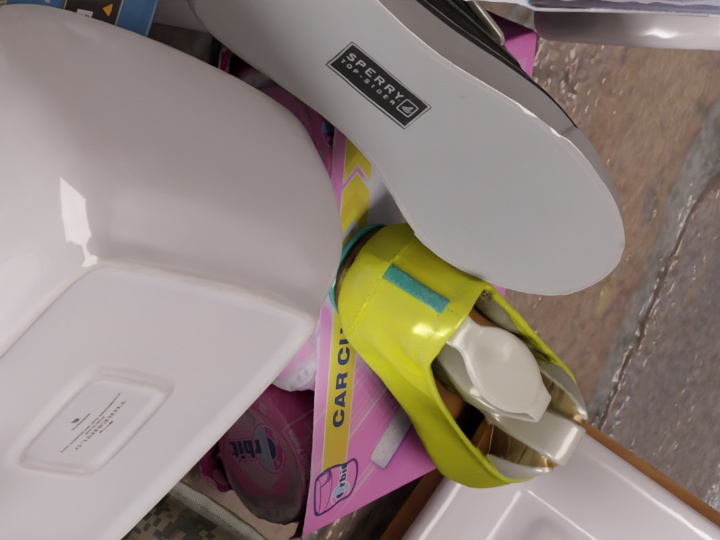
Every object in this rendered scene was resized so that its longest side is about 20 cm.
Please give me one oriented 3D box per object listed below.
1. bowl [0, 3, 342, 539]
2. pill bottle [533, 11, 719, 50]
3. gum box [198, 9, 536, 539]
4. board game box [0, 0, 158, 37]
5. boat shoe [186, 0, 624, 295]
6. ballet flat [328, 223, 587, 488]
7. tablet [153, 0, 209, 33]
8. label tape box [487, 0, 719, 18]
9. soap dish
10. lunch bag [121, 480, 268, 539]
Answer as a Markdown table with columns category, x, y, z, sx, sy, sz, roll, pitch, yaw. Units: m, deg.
| category | x | y | z | sx | sy | sz | roll | pitch | yaw |
| --- | --- | --- | --- | --- | --- | --- | --- | --- | --- |
| bowl | -0.104 | 0.025 | 0.733 | 0.200 | 0.075 | 0.199 | -45 | 150 | 16 |
| pill bottle | 0.124 | -0.185 | 0.862 | 0.111 | 0.110 | 0.202 | -5 | 100 | -49 |
| gum box | 0.000 | 0.000 | 0.909 | 0.113 | 0.066 | 0.201 | -23 | 128 | -42 |
| board game box | -0.144 | -0.094 | 0.691 | 0.199 | 0.047 | 0.152 | 5 | 108 | -52 |
| boat shoe | 0.023 | -0.070 | 0.787 | 0.200 | 0.070 | 0.064 | 42 | 35 | -28 |
| ballet flat | 0.052 | 0.047 | 0.887 | 0.067 | 0.067 | 0.200 | -58 | 146 | -11 |
| tablet | -0.002 | -0.174 | 0.789 | 0.129 | 0.014 | 0.201 | 9 | 107 | -16 |
| label tape box | 0.110 | -0.158 | 0.772 | 0.198 | 0.066 | 0.145 | 2 | 98 | -11 |
| soap dish | 0.102 | 0.165 | 1.041 | 0.158 | 0.199 | 0.081 | -54 | 172 | -13 |
| lunch bag | -0.033 | 0.173 | 0.864 | 0.118 | 0.199 | 0.164 | -52 | 142 | -13 |
